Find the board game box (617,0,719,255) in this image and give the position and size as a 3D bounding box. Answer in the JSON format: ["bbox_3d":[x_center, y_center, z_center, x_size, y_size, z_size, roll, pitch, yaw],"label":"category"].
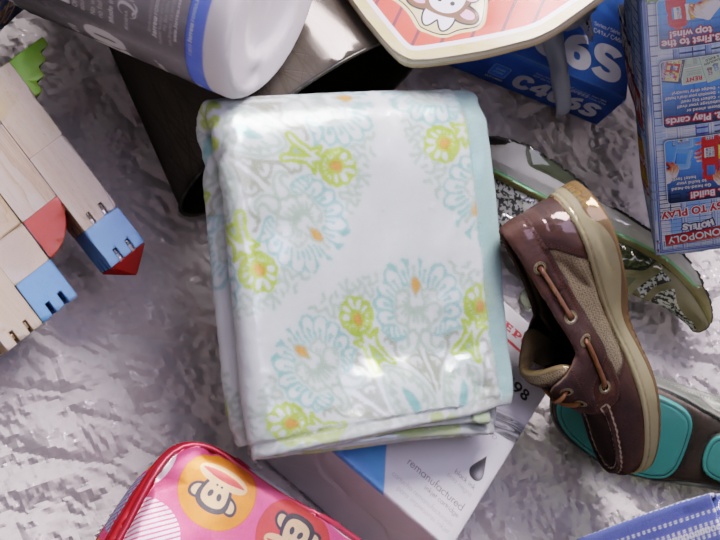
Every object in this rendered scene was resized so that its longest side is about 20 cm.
[{"bbox_3d":[0.203,-0.123,1.178,0.061,0.200,0.202,-6,111,4],"label":"board game box"}]

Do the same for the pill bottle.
[{"bbox_3d":[-0.131,-0.181,1.003,0.199,0.114,0.114,24,56,16],"label":"pill bottle"}]

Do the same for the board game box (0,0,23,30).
[{"bbox_3d":[-0.283,-0.145,1.007,0.135,0.035,0.200,26,37,1],"label":"board game box"}]

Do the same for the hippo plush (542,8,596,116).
[{"bbox_3d":[0.090,-0.240,1.189,0.160,0.201,0.160,16,56,7],"label":"hippo plush"}]

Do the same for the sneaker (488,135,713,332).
[{"bbox_3d":[0.142,-0.004,1.215,0.199,0.077,0.089,33,89,-12],"label":"sneaker"}]

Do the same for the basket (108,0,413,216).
[{"bbox_3d":[-0.087,-0.166,1.115,0.180,0.136,0.201,-34,79,1],"label":"basket"}]

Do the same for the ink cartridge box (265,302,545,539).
[{"bbox_3d":[0.044,0.067,1.118,0.116,0.067,0.200,40,56,-6],"label":"ink cartridge box"}]

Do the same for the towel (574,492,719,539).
[{"bbox_3d":[0.183,0.244,1.073,0.024,0.144,0.202,6,63,-51],"label":"towel"}]

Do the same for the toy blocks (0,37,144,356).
[{"bbox_3d":[-0.216,-0.013,1.016,0.200,0.100,0.137,-40,98,-23],"label":"toy blocks"}]

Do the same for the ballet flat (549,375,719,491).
[{"bbox_3d":[0.215,0.106,1.194,0.198,0.068,0.064,18,22,-3],"label":"ballet flat"}]

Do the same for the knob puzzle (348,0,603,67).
[{"bbox_3d":[0.064,-0.207,1.058,0.218,0.031,0.221,-1,67,2],"label":"knob puzzle"}]

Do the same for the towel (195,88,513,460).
[{"bbox_3d":[0.000,0.000,1.028,0.170,0.048,0.202,-5,87,-29],"label":"towel"}]

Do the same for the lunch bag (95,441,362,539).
[{"bbox_3d":[-0.069,0.210,0.996,0.199,0.082,0.177,34,61,-8],"label":"lunch bag"}]

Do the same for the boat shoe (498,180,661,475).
[{"bbox_3d":[0.124,0.046,1.086,0.072,0.072,0.201,-25,125,-13],"label":"boat shoe"}]

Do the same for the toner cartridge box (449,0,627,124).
[{"bbox_3d":[0.093,-0.182,1.267,0.199,0.043,0.096,19,60,-18],"label":"toner cartridge box"}]
